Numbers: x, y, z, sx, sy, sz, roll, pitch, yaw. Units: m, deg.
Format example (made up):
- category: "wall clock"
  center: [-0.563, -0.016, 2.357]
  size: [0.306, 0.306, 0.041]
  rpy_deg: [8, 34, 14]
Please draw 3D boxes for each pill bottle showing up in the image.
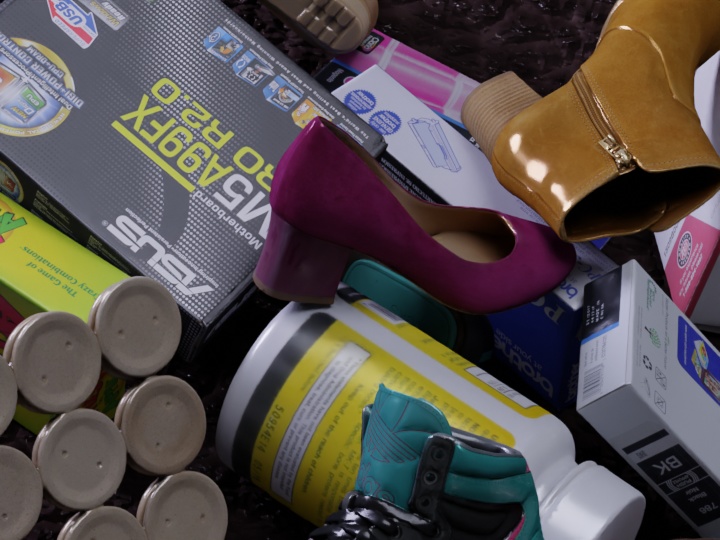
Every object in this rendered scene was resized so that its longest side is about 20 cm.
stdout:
- category: "pill bottle"
  center: [0.036, 0.101, 1.443]
  size: [0.200, 0.114, 0.114]
  rpy_deg: [32, 43, 19]

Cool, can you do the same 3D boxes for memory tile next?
- category: "memory tile"
  center: [-0.157, 0.100, 1.375]
  size: [0.200, 0.154, 0.017]
  rpy_deg: [-21, 12, -35]

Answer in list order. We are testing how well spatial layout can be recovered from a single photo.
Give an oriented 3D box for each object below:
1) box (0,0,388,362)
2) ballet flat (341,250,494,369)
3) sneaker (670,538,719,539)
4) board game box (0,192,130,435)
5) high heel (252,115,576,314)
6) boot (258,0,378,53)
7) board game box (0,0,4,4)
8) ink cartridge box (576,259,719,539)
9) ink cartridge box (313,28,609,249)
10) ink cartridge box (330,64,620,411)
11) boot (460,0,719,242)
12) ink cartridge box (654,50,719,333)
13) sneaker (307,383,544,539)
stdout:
- category: "box"
  center: [-0.110, -0.072, 1.489]
  size: [0.200, 0.044, 0.160]
  rpy_deg: [40, 57, 8]
- category: "ballet flat"
  center: [0.000, 0.000, 1.589]
  size: [0.073, 0.073, 0.200]
  rpy_deg: [-25, 49, -38]
- category: "sneaker"
  center: [0.234, 0.178, 1.472]
  size: [0.199, 0.071, 0.076]
  rpy_deg: [19, 22, -3]
- category: "board game box"
  center: [-0.210, 0.000, 1.482]
  size: [0.200, 0.102, 0.048]
  rpy_deg: [33, 50, 19]
- category: "high heel"
  center: [0.042, -0.031, 1.451]
  size: [0.200, 0.096, 0.067]
  rpy_deg: [-4, 36, -38]
- category: "boot"
  center: [-0.068, -0.216, 1.721]
  size: [0.200, 0.072, 0.166]
  rpy_deg: [47, 10, -17]
- category: "board game box"
  center: [-0.156, -0.096, 1.609]
  size: [0.103, 0.105, 0.200]
  rpy_deg: [4, 43, -15]
- category: "ink cartridge box"
  center: [0.187, 0.093, 1.510]
  size: [0.200, 0.039, 0.100]
  rpy_deg: [44, 32, -26]
- category: "ink cartridge box"
  center: [0.063, -0.071, 1.707]
  size: [0.200, 0.037, 0.095]
  rpy_deg: [30, 42, 12]
- category: "ink cartridge box"
  center: [0.060, -0.019, 1.595]
  size: [0.044, 0.094, 0.200]
  rpy_deg: [-35, 60, -26]
- category: "boot"
  center: [0.165, -0.087, 1.544]
  size: [0.201, 0.071, 0.144]
  rpy_deg: [-28, 40, -12]
- category: "ink cartridge box"
  center: [0.226, -0.081, 1.682]
  size: [0.083, 0.147, 0.200]
  rpy_deg: [7, 40, -15]
- category: "sneaker"
  center: [0.002, 0.114, 1.303]
  size: [0.200, 0.121, 0.084]
  rpy_deg: [-6, 13, -32]
